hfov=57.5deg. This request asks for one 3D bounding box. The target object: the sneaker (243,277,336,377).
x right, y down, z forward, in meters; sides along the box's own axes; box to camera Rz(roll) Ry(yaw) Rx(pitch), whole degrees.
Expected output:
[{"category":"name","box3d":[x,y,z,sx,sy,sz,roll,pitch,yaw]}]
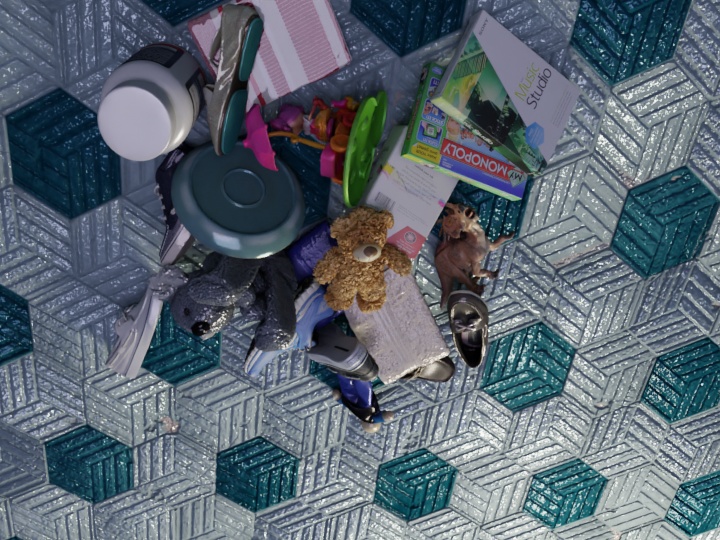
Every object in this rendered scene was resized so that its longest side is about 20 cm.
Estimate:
[{"category":"sneaker","box3d":[-0.115,0.110,1.068,0.089,0.079,0.200,41,108,-14]}]

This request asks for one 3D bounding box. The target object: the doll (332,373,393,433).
[{"category":"doll","box3d":[0.004,0.233,1.184,0.134,0.049,0.203,18,142,29]}]

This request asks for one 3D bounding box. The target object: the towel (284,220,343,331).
[{"category":"towel","box3d":[-0.087,0.023,1.099,0.198,0.050,0.149,-35,108,14]}]

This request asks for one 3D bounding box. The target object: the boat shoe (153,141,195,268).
[{"category":"boat shoe","box3d":[-0.283,-0.102,1.013,0.092,0.075,0.202,33,110,-4]}]

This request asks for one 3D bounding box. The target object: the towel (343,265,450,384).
[{"category":"towel","box3d":[0.054,0.082,1.074,0.130,0.035,0.203,-25,108,11]}]

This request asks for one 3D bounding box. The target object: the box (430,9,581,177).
[{"category":"box","box3d":[0.211,-0.250,0.940,0.197,0.036,0.147,30,81,-17]}]

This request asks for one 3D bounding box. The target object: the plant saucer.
[{"category":"plant saucer","box3d":[-0.169,-0.113,0.941,0.196,0.204,0.027,19,147,-14]}]

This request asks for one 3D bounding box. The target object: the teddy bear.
[{"category":"teddy bear","box3d":[0.000,0.000,0.966,0.142,0.068,0.201,21,136,-12]}]

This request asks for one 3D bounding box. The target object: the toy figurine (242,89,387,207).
[{"category":"toy figurine","box3d":[-0.072,-0.201,0.934,0.180,0.202,0.152,14,139,11]}]

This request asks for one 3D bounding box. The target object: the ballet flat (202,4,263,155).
[{"category":"ballet flat","box3d":[-0.186,-0.265,0.913,0.061,0.067,0.204,22,107,10]}]

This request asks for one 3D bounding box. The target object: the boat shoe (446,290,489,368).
[{"category":"boat shoe","box3d":[0.184,0.101,1.098,0.065,0.058,0.201,-3,149,15]}]

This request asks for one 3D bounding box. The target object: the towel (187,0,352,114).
[{"category":"towel","box3d":[-0.126,-0.322,0.929,0.196,0.023,0.146,-22,115,6]}]

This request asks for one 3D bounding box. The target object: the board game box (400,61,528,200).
[{"category":"board game box","box3d":[0.165,-0.199,0.958,0.196,0.029,0.138,17,85,-20]}]

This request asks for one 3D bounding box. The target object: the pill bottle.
[{"category":"pill bottle","box3d":[-0.275,-0.222,0.869,0.116,0.201,0.122,-1,118,-2]}]

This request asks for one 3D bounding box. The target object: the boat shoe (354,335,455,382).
[{"category":"boat shoe","box3d":[0.079,0.163,1.164,0.196,0.074,0.076,19,116,-13]}]

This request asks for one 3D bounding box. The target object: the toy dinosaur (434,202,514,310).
[{"category":"toy dinosaur","box3d":[0.159,-0.033,1.067,0.134,0.087,0.201,29,129,-6]}]

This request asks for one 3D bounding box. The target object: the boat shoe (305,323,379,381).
[{"category":"boat shoe","box3d":[-0.033,0.143,1.080,0.072,0.199,0.071,-43,110,-12]}]

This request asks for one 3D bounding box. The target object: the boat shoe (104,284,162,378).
[{"category":"boat shoe","box3d":[-0.381,0.098,1.101,0.064,0.074,0.203,19,114,-18]}]

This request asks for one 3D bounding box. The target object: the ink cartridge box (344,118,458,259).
[{"category":"ink cartridge box","box3d":[0.076,-0.136,0.991,0.115,0.067,0.203,30,92,-19]}]

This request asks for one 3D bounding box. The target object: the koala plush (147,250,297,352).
[{"category":"koala plush","box3d":[-0.213,0.035,1.010,0.197,0.187,0.177,-25,131,28]}]
